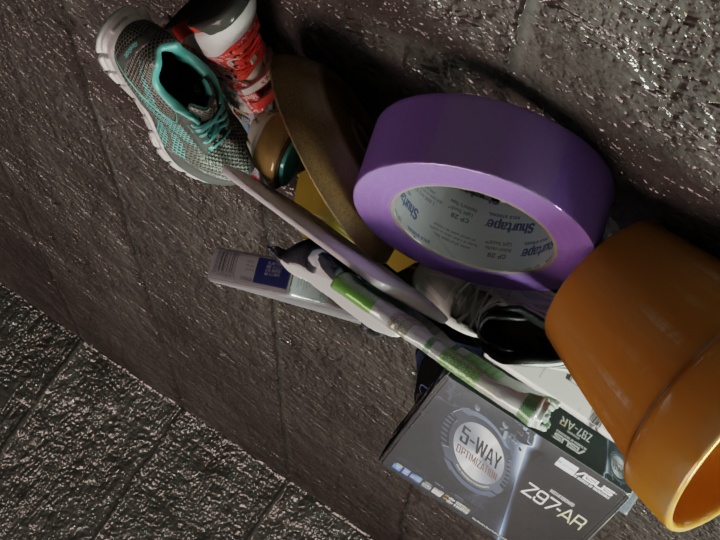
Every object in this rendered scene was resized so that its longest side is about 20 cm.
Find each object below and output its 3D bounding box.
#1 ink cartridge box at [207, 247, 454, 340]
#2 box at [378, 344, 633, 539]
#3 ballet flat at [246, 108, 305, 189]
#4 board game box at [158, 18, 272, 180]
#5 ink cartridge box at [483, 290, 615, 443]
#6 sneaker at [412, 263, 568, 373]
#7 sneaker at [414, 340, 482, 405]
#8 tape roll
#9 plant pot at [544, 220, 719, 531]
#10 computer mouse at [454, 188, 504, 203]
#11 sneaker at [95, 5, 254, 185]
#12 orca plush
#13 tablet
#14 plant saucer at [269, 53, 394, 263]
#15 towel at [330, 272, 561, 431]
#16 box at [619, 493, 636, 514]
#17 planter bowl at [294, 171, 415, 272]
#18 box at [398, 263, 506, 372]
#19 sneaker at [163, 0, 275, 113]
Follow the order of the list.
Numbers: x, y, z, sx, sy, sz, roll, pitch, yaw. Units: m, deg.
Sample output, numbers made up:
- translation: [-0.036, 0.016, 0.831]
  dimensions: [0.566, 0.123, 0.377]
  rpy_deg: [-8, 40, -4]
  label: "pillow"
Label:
- translation: [-0.028, 0.024, 1.957]
  dimensions: [0.199, 0.044, 0.196]
  rpy_deg: [15, 177, -29]
  label: "ink cartridge box"
- translation: [0.136, 0.176, 1.759]
  dimensions: [0.199, 0.044, 0.160]
  rpy_deg: [34, 138, -2]
  label: "box"
- translation: [-0.068, -0.113, 1.683]
  dimensions: [0.063, 0.069, 0.200]
  rpy_deg: [25, -168, 8]
  label: "ballet flat"
- translation: [-0.144, -0.165, 1.896]
  dimensions: [0.126, 0.035, 0.200]
  rpy_deg: [34, 165, 9]
  label: "board game box"
- translation: [0.220, 0.098, 1.745]
  dimensions: [0.199, 0.083, 0.147]
  rpy_deg: [33, -178, 8]
  label: "ink cartridge box"
- translation: [0.111, 0.029, 1.622]
  dimensions: [0.200, 0.076, 0.115]
  rpy_deg: [23, -174, 31]
  label: "sneaker"
- translation: [0.081, 0.111, 1.910]
  dimensions: [0.070, 0.078, 0.200]
  rpy_deg: [16, 175, 3]
  label: "sneaker"
- translation: [0.097, -0.059, 1.520]
  dimensions: [0.199, 0.066, 0.200]
  rpy_deg: [17, 157, 7]
  label: "tape roll"
- translation: [0.247, 0.066, 1.482]
  dimensions: [0.183, 0.200, 0.200]
  rpy_deg: [46, 171, 25]
  label: "plant pot"
- translation: [0.093, -0.071, 1.635]
  dimensions: [0.109, 0.044, 0.200]
  rpy_deg: [13, 156, 17]
  label: "computer mouse"
- translation: [-0.147, -0.139, 1.660]
  dimensions: [0.091, 0.078, 0.200]
  rpy_deg: [25, 162, 50]
  label: "sneaker"
- translation: [0.000, 0.000, 1.744]
  dimensions: [0.105, 0.071, 0.200]
  rpy_deg: [51, 165, -22]
  label: "orca plush"
- translation: [-0.021, -0.023, 1.620]
  dimensions: [0.200, 0.014, 0.130]
  rpy_deg: [36, -176, 33]
  label: "tablet"
- translation: [-0.011, -0.103, 1.631]
  dimensions: [0.201, 0.035, 0.200]
  rpy_deg: [56, -165, -23]
  label: "plant saucer"
- translation: [0.073, 0.063, 1.569]
  dimensions: [0.200, 0.031, 0.149]
  rpy_deg: [35, 180, 11]
  label: "towel"
- translation: [0.190, 0.167, 1.879]
  dimensions: [0.157, 0.051, 0.200]
  rpy_deg: [32, 177, -1]
  label: "box"
- translation: [-0.001, -0.051, 1.839]
  dimensions: [0.200, 0.084, 0.201]
  rpy_deg: [32, 165, 10]
  label: "planter bowl"
- translation: [0.099, 0.039, 1.957]
  dimensions: [0.199, 0.051, 0.158]
  rpy_deg: [19, 158, 45]
  label: "box"
- translation: [-0.099, -0.191, 1.645]
  dimensions: [0.108, 0.067, 0.201]
  rpy_deg: [43, 168, -15]
  label: "sneaker"
